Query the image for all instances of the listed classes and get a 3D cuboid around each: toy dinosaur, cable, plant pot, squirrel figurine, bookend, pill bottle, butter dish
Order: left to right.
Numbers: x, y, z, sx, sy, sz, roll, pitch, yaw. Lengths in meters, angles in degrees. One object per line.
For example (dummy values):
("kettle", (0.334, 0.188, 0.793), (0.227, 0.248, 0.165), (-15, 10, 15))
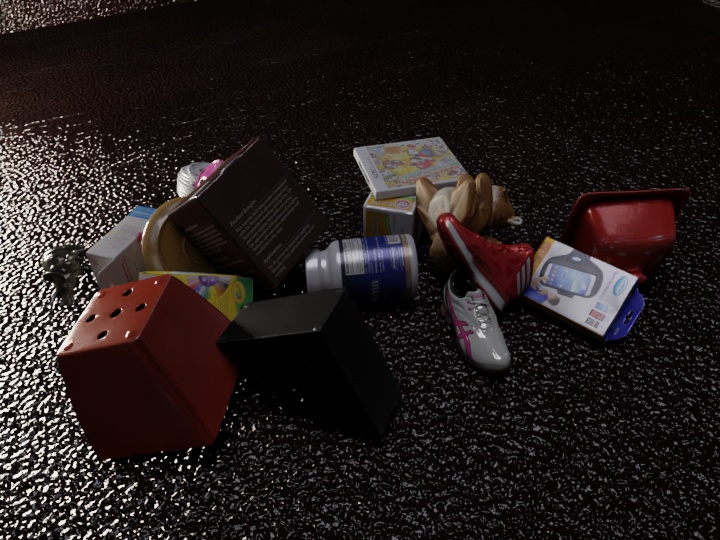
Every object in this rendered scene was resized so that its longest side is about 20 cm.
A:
("toy dinosaur", (-0.577, -0.020, 1.201), (0.101, 0.078, 0.200), (-17, 43, -28))
("plant pot", (-0.304, 0.124, 0.885), (0.196, 0.178, 0.201), (-11, 37, 16))
("plant pot", (-0.296, -0.040, 1.129), (0.199, 0.202, 0.027), (-35, 10, -34))
("cable", (-0.299, -0.183, 1.349), (0.197, 0.070, 0.199), (-3, 23, -32))
("bookend", (-0.073, 0.142, 0.911), (0.196, 0.202, 0.093), (-10, 30, 34))
("pill bottle", (0.000, 0.000, 1.109), (0.196, 0.117, 0.117), (-5, 38, -3))
("squirrel figurine", (0.216, -0.083, 1.174), (0.184, 0.204, 0.140), (0, 0, -40))
("butter dish", (0.473, -0.039, 1.104), (0.195, 0.201, 0.150), (-2, 62, 3))

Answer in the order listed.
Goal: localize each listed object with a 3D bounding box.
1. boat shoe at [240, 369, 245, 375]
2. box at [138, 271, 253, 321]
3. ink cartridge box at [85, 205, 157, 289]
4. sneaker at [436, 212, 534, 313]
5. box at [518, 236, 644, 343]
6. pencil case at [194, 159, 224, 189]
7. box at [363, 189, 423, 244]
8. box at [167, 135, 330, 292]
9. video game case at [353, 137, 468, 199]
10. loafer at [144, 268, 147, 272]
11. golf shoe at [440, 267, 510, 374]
("boat shoe", (-0.108, 0.123, 1.007), (0.197, 0.073, 0.065), (-17, 10, 5))
("box", (-0.275, 0.064, 1.046), (0.196, 0.120, 0.048), (3, 1, 8))
("ink cartridge box", (-0.434, -0.017, 1.155), (0.067, 0.117, 0.201), (11, 40, 17))
("sneaker", (0.222, -0.038, 1.069), (0.115, 0.201, 0.078), (-36, 15, -4))
("box", (0.378, 0.035, 1.062), (0.199, 0.041, 0.120), (29, 80, 36))
("pencil case", (-0.226, -0.137, 1.225), (0.093, 0.199, 0.092), (-27, 43, 40))
("box", (0.079, -0.129, 1.265), (0.100, 0.114, 0.201), (10, 39, 14))
("box", (-0.195, -0.089, 1.087), (0.166, 0.201, 0.163), (-50, 20, -28))
("video game case", (0.101, -0.213, 1.260), (0.196, 0.023, 0.183), (-9, 40, -11))
("loafer", (-0.315, -0.008, 1.170), (0.198, 0.077, 0.068), (-19, 5, -35))
("golf shoe", (0.186, 0.081, 1.017), (0.071, 0.093, 0.201), (-12, 41, -14))
